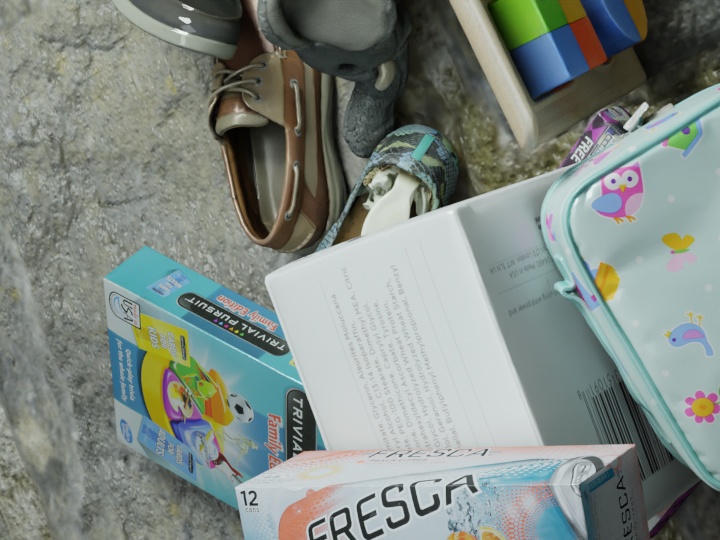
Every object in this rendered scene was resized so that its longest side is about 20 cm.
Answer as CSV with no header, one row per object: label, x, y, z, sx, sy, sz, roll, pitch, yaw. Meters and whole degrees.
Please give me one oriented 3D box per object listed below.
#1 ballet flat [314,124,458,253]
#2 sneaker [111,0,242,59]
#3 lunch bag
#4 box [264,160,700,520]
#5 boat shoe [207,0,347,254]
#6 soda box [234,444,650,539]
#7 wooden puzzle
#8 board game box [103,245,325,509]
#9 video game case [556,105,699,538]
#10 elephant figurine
ballet flat,0.000,0.000,1.257,0.074,0.074,0.200,33,117,24
sneaker,-0.112,-0.217,1.249,0.106,0.075,0.200,-62,35,23
lunch bag,0.191,0.005,1.029,0.160,0.077,0.200,-30,98,4
box,0.078,0.059,1.097,0.130,0.199,0.200,-21,90,32
boat shoe,-0.061,-0.108,1.278,0.076,0.072,0.201,-17,87,35
soda box,0.038,0.125,0.975,0.200,0.068,0.064,-5,99,33
wooden puzzle,0.095,-0.172,1.075,0.046,0.200,0.186,-25,93,29
board game box,-0.079,0.090,1.314,0.200,0.047,0.151,26,136,28
video game case,0.160,0.035,1.183,0.181,0.036,0.200,44,120,17
elephant figurine,-0.006,-0.175,1.186,0.200,0.141,0.155,-43,81,28
